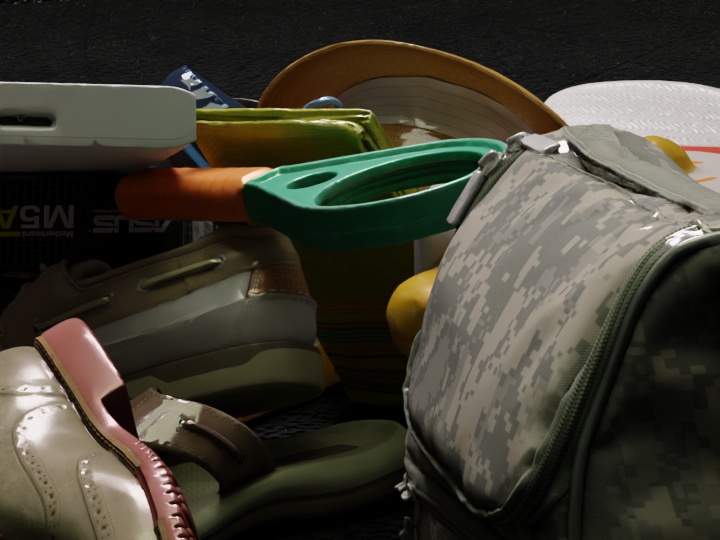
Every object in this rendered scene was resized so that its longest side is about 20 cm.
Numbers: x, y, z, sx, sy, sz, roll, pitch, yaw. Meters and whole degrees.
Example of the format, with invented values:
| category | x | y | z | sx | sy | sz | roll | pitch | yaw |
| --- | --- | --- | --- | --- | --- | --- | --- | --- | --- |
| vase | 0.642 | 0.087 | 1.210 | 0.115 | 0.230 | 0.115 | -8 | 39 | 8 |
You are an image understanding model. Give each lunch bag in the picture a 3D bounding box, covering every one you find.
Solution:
| category | x | y | z | sx | sy | sz | roll | pitch | yaw |
| --- | --- | --- | --- | --- | --- | --- | --- | --- | --- |
| lunch bag | 0.089 | 0.050 | 0.824 | 0.138 | 0.169 | 0.200 | -3 | 11 | -12 |

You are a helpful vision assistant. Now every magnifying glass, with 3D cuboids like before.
| category | x | y | z | sx | sy | sz | roll | pitch | yaw |
| --- | --- | --- | --- | --- | --- | --- | --- | --- | --- |
| magnifying glass | -0.023 | -0.030 | 1.040 | 0.079 | 0.023 | 0.199 | -27 | 17 | -39 |

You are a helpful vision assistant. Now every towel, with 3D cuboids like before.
| category | x | y | z | sx | sy | sz | roll | pitch | yaw |
| --- | --- | --- | --- | --- | --- | --- | --- | --- | --- |
| towel | 0.000 | 0.000 | 1.145 | 0.086 | 0.200 | 0.018 | 0 | 55 | 25 |

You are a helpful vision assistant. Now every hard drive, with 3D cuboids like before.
| category | x | y | z | sx | sy | sz | roll | pitch | yaw |
| --- | --- | --- | --- | --- | --- | --- | --- | --- | --- |
| hard drive | -0.149 | -0.054 | 1.134 | 0.131 | 0.026 | 0.200 | 1 | -4 | -13 |

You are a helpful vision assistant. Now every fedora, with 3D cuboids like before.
| category | x | y | z | sx | sy | sz | roll | pitch | yaw |
| --- | --- | --- | --- | --- | --- | --- | --- | --- | --- |
| fedora | 0.025 | -0.023 | 1.346 | 0.199 | 0.201 | 0.082 | 5 | 51 | 27 |

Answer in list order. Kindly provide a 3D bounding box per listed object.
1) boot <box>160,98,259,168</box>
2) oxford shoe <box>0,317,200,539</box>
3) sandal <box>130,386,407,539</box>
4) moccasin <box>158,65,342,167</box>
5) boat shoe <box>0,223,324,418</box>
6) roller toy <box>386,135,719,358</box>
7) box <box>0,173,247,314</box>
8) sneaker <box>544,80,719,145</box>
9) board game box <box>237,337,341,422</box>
| category | x | y | z | sx | sy | sz | roll | pitch | yaw |
| --- | --- | --- | --- | --- | --- | --- | --- | --- | --- |
| boot | 0.003 | -0.053 | 1.542 | 0.187 | 0.069 | 0.200 | 4 | 0 | 17 |
| oxford shoe | -0.093 | 0.089 | 0.891 | 0.074 | 0.071 | 0.200 | -20 | 30 | -12 |
| sandal | -0.064 | 0.069 | 1.032 | 0.200 | 0.058 | 0.080 | -12 | 15 | -43 |
| moccasin | -0.006 | -0.031 | 1.258 | 0.200 | 0.068 | 0.080 | 40 | 5 | 0 |
| boat shoe | -0.107 | 0.030 | 1.110 | 0.199 | 0.069 | 0.075 | -10 | -14 | 22 |
| roller toy | 0.109 | 0.019 | 1.058 | 0.198 | 0.141 | 0.182 | -2 | 10 | 0 |
| box | -0.151 | -0.009 | 1.230 | 0.192 | 0.048 | 0.200 | -3 | -7 | 6 |
| sneaker | 0.183 | -0.024 | 1.354 | 0.199 | 0.116 | 0.074 | 10 | 37 | 16 |
| board game box | -0.071 | 0.045 | 1.248 | 0.095 | 0.030 | 0.200 | 5 | 10 | 29 |
